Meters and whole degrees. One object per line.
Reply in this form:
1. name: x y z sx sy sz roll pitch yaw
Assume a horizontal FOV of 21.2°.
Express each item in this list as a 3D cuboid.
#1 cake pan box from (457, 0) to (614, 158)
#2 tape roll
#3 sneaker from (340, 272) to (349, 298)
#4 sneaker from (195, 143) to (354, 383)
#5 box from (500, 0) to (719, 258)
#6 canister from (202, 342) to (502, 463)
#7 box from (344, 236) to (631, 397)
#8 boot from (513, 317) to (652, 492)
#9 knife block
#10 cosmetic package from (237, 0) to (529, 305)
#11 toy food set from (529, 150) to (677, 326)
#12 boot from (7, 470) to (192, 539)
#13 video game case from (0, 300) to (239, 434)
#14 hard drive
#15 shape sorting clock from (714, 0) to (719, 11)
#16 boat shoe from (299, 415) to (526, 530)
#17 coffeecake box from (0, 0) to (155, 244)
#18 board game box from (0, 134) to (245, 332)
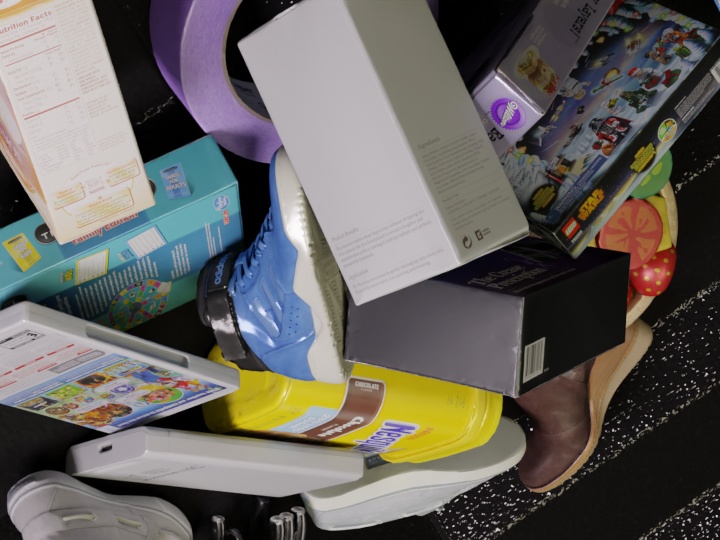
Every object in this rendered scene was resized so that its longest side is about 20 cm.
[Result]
1. cake pan box: 0.096 -0.130 1.375 0.052 0.200 0.184 41 134 -8
2. tape roll: -0.047 -0.178 1.370 0.200 0.066 0.200 -14 127 -19
3. sneaker: 0.000 0.000 1.520 0.100 0.070 0.200 -44 131 8
4. sneaker: -0.071 -0.004 1.367 0.111 0.077 0.200 2 131 16
5. box: 0.177 -0.118 1.468 0.200 0.137 0.040 -50 131 -5
6. canister: -0.009 0.097 1.540 0.200 0.087 0.148 11 160 -32
7. box: 0.098 0.026 1.425 0.200 0.141 0.079 -18 113 -59
8. boot: 0.145 0.094 1.685 0.166 0.072 0.200 20 112 -25
9. knife block: -0.092 0.286 1.666 0.176 0.064 0.200 -51 148 -8
10. cosmetic package: 0.014 -0.091 1.272 0.081 0.113 0.200 -24 93 -43
11. toy food set: 0.177 -0.025 1.584 0.200 0.049 0.198 -17 110 -16
12. boot: -0.197 0.229 1.537 0.074 0.096 0.200 -43 142 18
13. video game case: -0.207 0.074 1.381 0.143 0.018 0.200 -22 150 37
14. hard drive: -0.116 0.154 1.537 0.200 0.132 0.027 11 72 -34
15. shape sorting clock: 0.301 -0.216 1.466 0.039 0.200 0.200 -20 137 23
16. boat shoe: 0.046 0.178 1.669 0.200 0.070 0.072 -14 138 -4
17. coffeecake box: -0.213 -0.144 1.240 0.073 0.154 0.200 -24 130 -13
18. board game box: -0.183 -0.006 1.388 0.200 0.047 0.151 -25 157 -12
